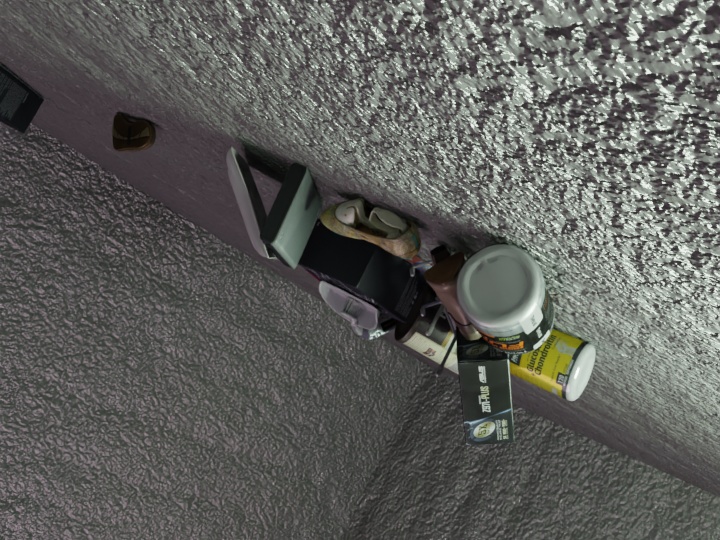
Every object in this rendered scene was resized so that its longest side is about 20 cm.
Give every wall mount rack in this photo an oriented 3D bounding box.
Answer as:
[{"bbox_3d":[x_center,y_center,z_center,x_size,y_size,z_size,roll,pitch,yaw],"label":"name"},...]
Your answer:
[{"bbox_3d":[0.145,0.084,1.198,0.176,0.073,0.202,-104,-3,-48],"label":"wall mount rack"}]

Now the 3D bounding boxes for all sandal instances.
[{"bbox_3d":[-0.504,-0.303,1.439,0.197,0.082,0.053,15,-173,42],"label":"sandal"}]

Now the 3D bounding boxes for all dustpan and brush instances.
[{"bbox_3d":[-0.013,0.095,1.341,0.137,0.058,0.200,26,173,19],"label":"dustpan and brush"}]

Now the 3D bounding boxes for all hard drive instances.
[{"bbox_3d":[-0.119,-0.091,1.144,0.032,0.142,0.200,22,171,8],"label":"hard drive"}]

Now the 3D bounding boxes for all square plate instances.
[{"bbox_3d":[-0.198,-0.112,1.182,0.200,0.028,0.203,154,98,-89],"label":"square plate"}]

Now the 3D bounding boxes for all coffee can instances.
[{"bbox_3d":[0.197,0.142,1.486,0.197,0.149,0.146,29,172,-11],"label":"coffee can"}]

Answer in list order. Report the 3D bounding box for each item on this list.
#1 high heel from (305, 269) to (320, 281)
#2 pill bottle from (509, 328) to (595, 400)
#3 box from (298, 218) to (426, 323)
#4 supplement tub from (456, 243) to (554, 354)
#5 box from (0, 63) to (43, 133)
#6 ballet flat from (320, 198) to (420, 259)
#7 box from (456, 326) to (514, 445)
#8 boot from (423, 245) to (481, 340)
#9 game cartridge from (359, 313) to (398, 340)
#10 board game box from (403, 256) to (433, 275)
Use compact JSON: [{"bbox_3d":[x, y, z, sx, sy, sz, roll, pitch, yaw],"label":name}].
[{"bbox_3d":[-0.104,0.023,2.039,0.198,0.068,0.096,33,-178,-6],"label":"high heel"},{"bbox_3d":[0.340,0.160,1.238,0.197,0.114,0.112,22,170,33],"label":"pill bottle"},{"bbox_3d":[0.000,0.000,1.301,0.198,0.106,0.181,21,168,45],"label":"box"},{"bbox_3d":[0.219,0.051,0.944,0.121,0.125,0.200,23,171,29],"label":"supplement tub"},{"bbox_3d":[-1.022,-0.502,1.749,0.197,0.126,0.197,26,174,12],"label":"box"},{"bbox_3d":[0.013,-0.083,1.063,0.197,0.072,0.071,25,172,27],"label":"ballet flat"},{"bbox_3d":[0.216,0.175,1.127,0.084,0.167,0.201,-5,-155,10],"label":"box"},{"bbox_3d":[0.159,0.046,1.036,0.200,0.069,0.149,-77,-37,-72],"label":"boot"},{"bbox_3d":[0.089,0.114,1.605,0.042,0.197,0.133,66,166,-8],"label":"game cartridge"},{"bbox_3d":[0.083,-0.025,1.306,0.197,0.020,0.103,29,173,0],"label":"board game box"}]
